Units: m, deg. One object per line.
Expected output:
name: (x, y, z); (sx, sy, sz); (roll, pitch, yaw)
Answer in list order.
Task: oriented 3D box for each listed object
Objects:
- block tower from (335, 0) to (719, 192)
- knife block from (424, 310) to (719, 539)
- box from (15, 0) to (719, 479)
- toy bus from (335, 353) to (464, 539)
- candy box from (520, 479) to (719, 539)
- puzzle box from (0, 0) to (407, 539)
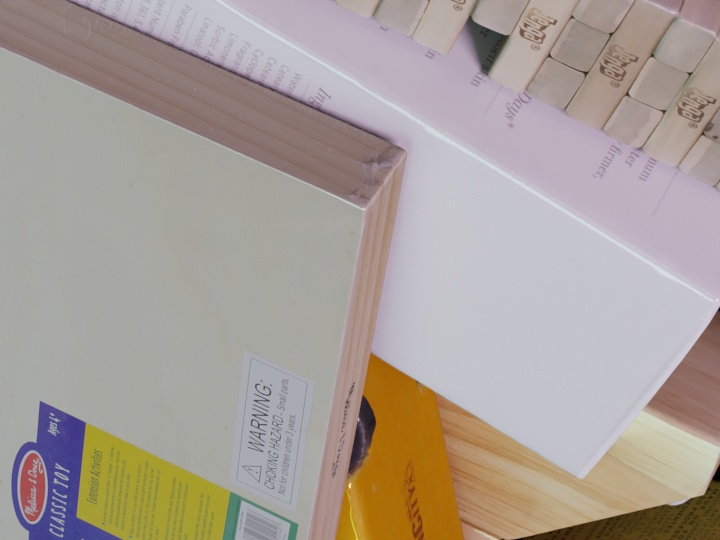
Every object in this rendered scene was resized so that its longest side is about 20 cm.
block tower: (0.034, -0.081, 0.653); (0.200, 0.058, 0.054); (24, 149, -4)
knife block: (0.000, 0.000, 0.852); (0.200, 0.064, 0.176); (-17, 112, 32)
box: (0.012, -0.062, 0.727); (0.200, 0.124, 0.098); (32, 144, 1)
toy bus: (-0.016, 0.061, 0.815); (0.078, 0.065, 0.200); (1, 120, 24)
candy box: (0.140, 0.121, 0.856); (0.117, 0.056, 0.200); (47, 162, -22)
puzzle box: (-0.064, 0.020, 0.735); (0.133, 0.025, 0.200); (24, 138, 12)
